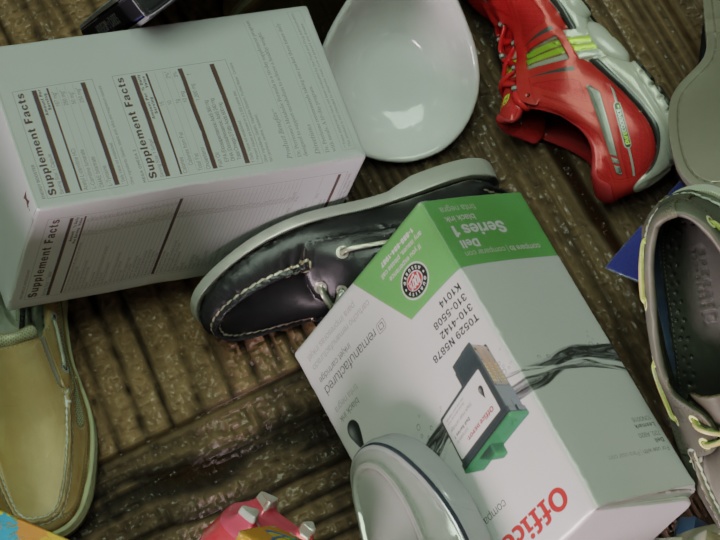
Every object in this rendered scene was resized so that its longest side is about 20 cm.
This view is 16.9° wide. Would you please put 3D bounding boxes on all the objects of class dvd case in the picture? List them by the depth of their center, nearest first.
[{"bbox_3d":[-0.091,-0.191,1.446,0.150,0.200,0.025,-39,99,-12],"label":"dvd case"}]

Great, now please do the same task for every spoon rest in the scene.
[{"bbox_3d":[0.025,-0.164,1.447,0.098,0.061,0.202,2,100,-2],"label":"spoon rest"}]

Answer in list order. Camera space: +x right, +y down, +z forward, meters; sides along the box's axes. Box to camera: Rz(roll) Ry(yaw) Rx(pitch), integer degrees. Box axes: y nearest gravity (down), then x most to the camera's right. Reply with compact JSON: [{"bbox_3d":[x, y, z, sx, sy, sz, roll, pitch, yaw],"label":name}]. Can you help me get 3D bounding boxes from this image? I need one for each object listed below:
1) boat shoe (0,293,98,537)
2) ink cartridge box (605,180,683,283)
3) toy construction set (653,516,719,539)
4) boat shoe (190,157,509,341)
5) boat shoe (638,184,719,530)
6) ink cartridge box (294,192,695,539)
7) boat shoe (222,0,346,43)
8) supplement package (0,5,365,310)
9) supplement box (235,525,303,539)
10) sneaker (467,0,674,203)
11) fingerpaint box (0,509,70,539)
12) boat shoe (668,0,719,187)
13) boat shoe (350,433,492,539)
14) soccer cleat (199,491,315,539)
[{"bbox_3d":[-0.199,0.056,1.403,0.071,0.076,0.202,-13,65,0],"label":"boat shoe"},{"bbox_3d":[0.264,-0.016,1.349,0.199,0.047,0.198,27,35,15],"label":"ink cartridge box"},{"bbox_3d":[0.215,0.093,1.333,0.130,0.092,0.202,14,72,0],"label":"toy construction set"},{"bbox_3d":[0.000,0.000,1.413,0.199,0.074,0.061,-21,60,-13],"label":"boat shoe"},{"bbox_3d":[0.186,0.058,1.251,0.072,0.060,0.204,-13,93,22],"label":"boat shoe"},{"bbox_3d":[0.070,0.082,1.319,0.084,0.146,0.201,-5,55,-42],"label":"ink cartridge box"},{"bbox_3d":[-0.008,-0.207,1.511,0.199,0.074,0.066,-34,54,-11],"label":"boat shoe"},{"bbox_3d":[-0.117,-0.066,1.394,0.198,0.114,0.110,-10,62,-24],"label":"supplement package"},{"bbox_3d":[-0.067,0.238,1.278,0.066,0.069,0.201,22,90,15],"label":"supplement box"},{"bbox_3d":[0.107,-0.122,1.454,0.085,0.077,0.200,-39,67,-6],"label":"sneaker"},{"bbox_3d":[-0.215,0.174,1.284,0.166,0.200,0.074,21,70,14],"label":"fingerpaint box"},{"bbox_3d":[0.219,-0.096,1.401,0.072,0.063,0.201,2,43,13],"label":"boat shoe"},{"bbox_3d":[0.034,0.179,1.258,0.065,0.072,0.201,-7,68,-41],"label":"boat shoe"},{"bbox_3d":[-0.008,0.204,1.333,0.199,0.067,0.077,36,111,11],"label":"soccer cleat"}]
